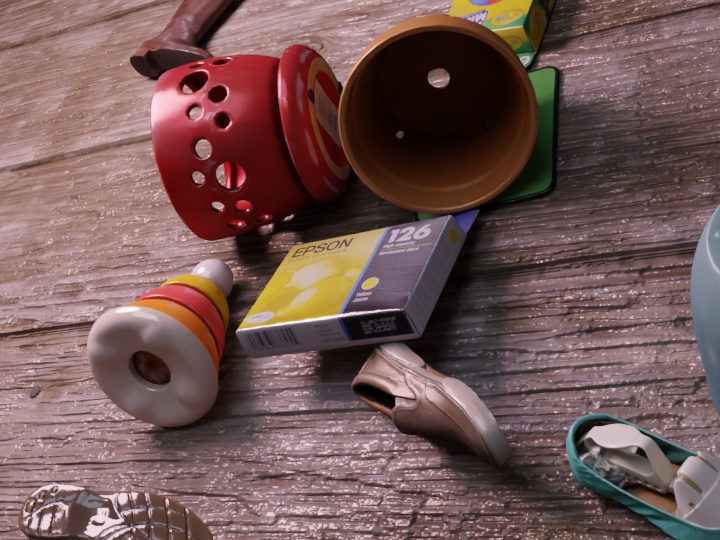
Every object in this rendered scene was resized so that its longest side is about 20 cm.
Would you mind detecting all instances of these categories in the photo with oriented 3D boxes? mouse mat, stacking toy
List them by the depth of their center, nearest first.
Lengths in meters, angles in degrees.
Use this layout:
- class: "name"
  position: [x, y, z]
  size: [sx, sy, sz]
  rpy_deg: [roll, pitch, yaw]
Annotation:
- class: "stacking toy"
  position: [-0.186, 0.056, 1.246]
  size: [0.145, 0.147, 0.200]
  rpy_deg: [-10, 27, 27]
- class: "mouse mat"
  position: [0.139, -0.138, 1.267]
  size: [0.160, 0.008, 0.201]
  rpy_deg: [-13, 46, 25]

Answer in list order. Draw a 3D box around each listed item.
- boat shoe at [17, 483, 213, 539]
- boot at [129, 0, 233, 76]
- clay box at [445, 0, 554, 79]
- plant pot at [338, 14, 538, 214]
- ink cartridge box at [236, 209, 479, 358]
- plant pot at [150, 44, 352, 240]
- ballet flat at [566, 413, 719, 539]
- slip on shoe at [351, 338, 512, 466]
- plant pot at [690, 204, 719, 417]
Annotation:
- class: "boat shoe"
  position: [-0.224, 0.253, 1.102]
  size: [0.198, 0.068, 0.072]
  rpy_deg: [7, 51, 18]
- class: "boot"
  position: [-0.225, -0.364, 1.703]
  size: [0.185, 0.064, 0.200]
  rpy_deg: [14, 56, 40]
- class: "clay box"
  position: [0.168, -0.315, 1.384]
  size: [0.114, 0.048, 0.201]
  rpy_deg: [-3, 49, 34]
- class: "plant pot"
  position: [0.080, -0.179, 1.209]
  size: [0.199, 0.201, 0.140]
  rpy_deg: [-23, 26, 15]
- class: "ink cartridge box"
  position: [0.000, 0.000, 1.160]
  size: [0.196, 0.047, 0.201]
  rpy_deg: [-11, 35, 32]
- class: "plant pot"
  position: [-0.113, -0.146, 1.309]
  size: [0.181, 0.201, 0.202]
  rpy_deg: [-10, 46, 18]
- class: "ballet flat"
  position: [0.232, 0.158, 0.866]
  size: [0.199, 0.071, 0.068]
  rpy_deg: [18, 63, 44]
- class: "slip on shoe"
  position: [0.058, 0.122, 1.017]
  size: [0.060, 0.076, 0.200]
  rpy_deg: [-36, 36, -13]
- class: "plant pot"
  position: [0.336, 0.019, 0.858]
  size: [0.199, 0.161, 0.202]
  rpy_deg: [-19, 43, 19]
